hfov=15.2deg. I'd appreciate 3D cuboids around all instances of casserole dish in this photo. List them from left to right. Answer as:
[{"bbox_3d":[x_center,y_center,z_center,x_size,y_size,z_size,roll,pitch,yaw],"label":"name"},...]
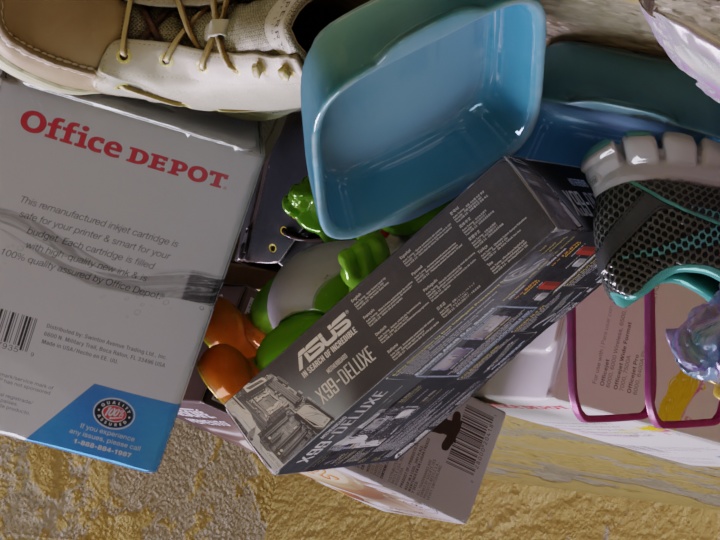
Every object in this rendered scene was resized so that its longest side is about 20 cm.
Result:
[{"bbox_3d":[0.025,-0.082,1.255,0.121,0.039,0.200,-27,159,-9],"label":"casserole dish"},{"bbox_3d":[0.135,-0.079,1.400,0.121,0.039,0.200,11,172,4],"label":"casserole dish"}]

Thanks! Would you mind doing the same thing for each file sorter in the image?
[{"bbox_3d":[0.223,0.023,1.471,0.199,0.126,0.139,-2,178,27],"label":"file sorter"}]

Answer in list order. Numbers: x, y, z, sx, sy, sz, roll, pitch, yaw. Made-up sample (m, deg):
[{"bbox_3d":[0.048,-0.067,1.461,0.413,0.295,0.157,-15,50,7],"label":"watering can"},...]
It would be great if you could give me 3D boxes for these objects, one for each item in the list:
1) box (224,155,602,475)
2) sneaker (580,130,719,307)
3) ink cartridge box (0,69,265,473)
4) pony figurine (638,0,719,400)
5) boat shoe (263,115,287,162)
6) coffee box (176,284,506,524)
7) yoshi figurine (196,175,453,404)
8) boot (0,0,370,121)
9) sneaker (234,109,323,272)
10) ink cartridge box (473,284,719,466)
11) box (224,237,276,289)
[{"bbox_3d":[0.044,0.025,1.393,0.050,0.200,0.158,54,-161,16],"label":"box"},{"bbox_3d":[0.205,-0.011,1.329,0.199,0.092,0.078,5,168,-1],"label":"sneaker"},{"bbox_3d":[-0.149,-0.010,1.455,0.144,0.201,0.084,16,-158,-10],"label":"ink cartridge box"},{"bbox_3d":[0.210,-0.033,1.204,0.193,0.201,0.166,25,-171,39],"label":"pony figurine"},{"bbox_3d":[-0.120,-0.044,1.546,0.072,0.200,0.068,40,-178,-15],"label":"boat shoe"},{"bbox_3d":[-0.027,0.083,1.678,0.199,0.080,0.114,26,167,-24],"label":"coffee box"},{"bbox_3d":[-0.010,-0.012,1.465,0.200,0.113,0.112,-36,165,12],"label":"yoshi figurine"},{"bbox_3d":[-0.078,-0.119,1.329,0.199,0.072,0.154,11,174,-32],"label":"boot"},{"bbox_3d":[-0.002,-0.048,1.556,0.075,0.107,0.200,17,169,-28],"label":"sneaker"},{"bbox_3d":[0.181,0.035,1.710,0.199,0.145,0.147,16,172,-25],"label":"ink cartridge box"},{"bbox_3d":[-0.118,-0.041,1.723,0.199,0.021,0.164,9,-154,-25],"label":"box"}]
